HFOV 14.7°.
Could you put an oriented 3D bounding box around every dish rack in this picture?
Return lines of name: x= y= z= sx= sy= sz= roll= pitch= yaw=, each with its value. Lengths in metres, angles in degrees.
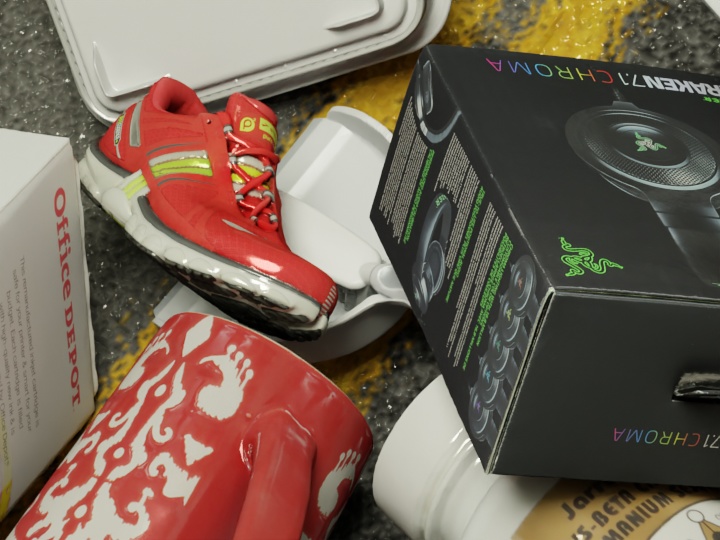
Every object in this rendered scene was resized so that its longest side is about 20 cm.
dish rack: x=-0.070 y=-0.160 z=1.316 sx=0.199 sy=0.044 sz=0.173 roll=-16 pitch=101 yaw=18

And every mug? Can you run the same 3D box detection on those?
mug: x=-0.072 y=0.134 z=1.174 sx=0.177 sy=0.134 sz=0.201 roll=12 pitch=60 yaw=39

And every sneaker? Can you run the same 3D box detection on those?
sneaker: x=-0.063 y=-0.036 z=1.244 sx=0.085 sy=0.077 sz=0.200 roll=-53 pitch=39 yaw=1

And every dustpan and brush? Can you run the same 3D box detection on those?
dustpan and brush: x=0.000 y=0.000 z=1.259 sx=0.199 sy=0.057 sz=0.140 roll=30 pitch=74 yaw=35

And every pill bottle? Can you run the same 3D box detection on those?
pill bottle: x=0.102 y=0.126 z=1.154 sx=0.114 sy=0.115 sz=0.200 roll=-43 pitch=59 yaw=-11

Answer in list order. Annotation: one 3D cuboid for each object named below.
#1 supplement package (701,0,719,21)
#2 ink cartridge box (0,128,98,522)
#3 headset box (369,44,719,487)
supplement package: x=0.265 y=-0.116 z=1.171 sx=0.147 sy=0.199 sz=0.192 roll=-48 pitch=57 yaw=21
ink cartridge box: x=-0.195 y=0.044 z=1.206 sx=0.085 sy=0.149 sz=0.200 roll=8 pitch=29 yaw=17
headset box: x=0.117 y=0.003 z=1.150 sx=0.173 sy=0.093 sz=0.200 roll=5 pitch=32 yaw=-19
